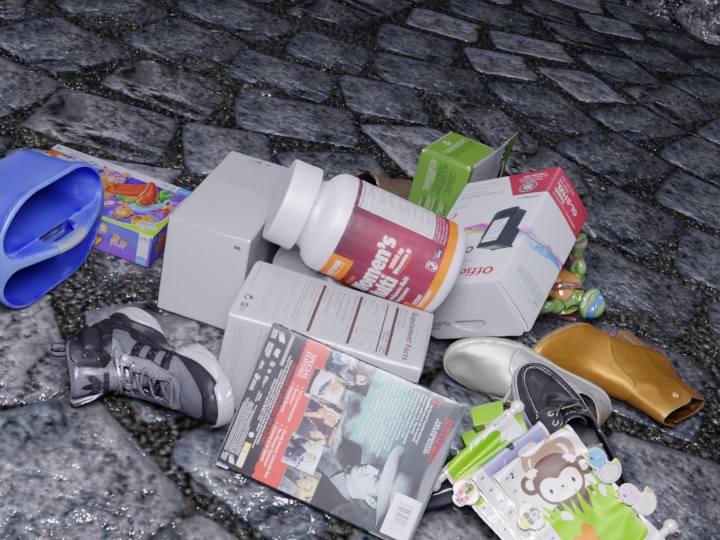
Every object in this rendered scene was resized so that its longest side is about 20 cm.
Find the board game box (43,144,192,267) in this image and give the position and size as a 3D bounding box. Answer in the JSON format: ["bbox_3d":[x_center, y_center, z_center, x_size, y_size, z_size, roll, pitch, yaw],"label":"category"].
[{"bbox_3d":[-0.326,-0.084,1.261,0.200,0.045,0.135,20,31,5],"label":"board game box"}]

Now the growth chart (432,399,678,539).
[{"bbox_3d":[0.182,0.215,0.938,0.200,0.018,0.145,40,71,17],"label":"growth chart"}]

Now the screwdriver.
[{"bbox_3d":[0.138,0.199,0.971,0.200,0.029,0.028,-13,41,-5],"label":"screwdriver"}]

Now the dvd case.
[{"bbox_3d":[-0.019,0.153,0.943,0.200,0.146,0.022,22,-1,11],"label":"dvd case"}]

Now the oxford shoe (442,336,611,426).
[{"bbox_3d":[0.188,0.131,1.131,0.200,0.075,0.058,23,28,1],"label":"oxford shoe"}]

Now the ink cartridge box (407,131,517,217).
[{"bbox_3d":[0.142,-0.122,1.443,0.076,0.148,0.200,25,31,17],"label":"ink cartridge box"}]

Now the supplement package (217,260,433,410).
[{"bbox_3d":[-0.038,0.090,1.046,0.200,0.117,0.117,17,29,1],"label":"supplement package"}]

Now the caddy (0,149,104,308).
[{"bbox_3d":[-0.353,-0.046,1.095,0.105,0.142,0.200,18,31,13],"label":"caddy"}]

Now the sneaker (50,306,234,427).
[{"bbox_3d":[-0.217,0.107,0.975,0.114,0.076,0.200,-19,36,-41],"label":"sneaker"}]

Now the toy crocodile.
[{"bbox_3d":[0.155,0.206,1.012,0.067,0.062,0.200,-23,42,-3],"label":"toy crocodile"}]

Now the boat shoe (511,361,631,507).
[{"bbox_3d":[0.219,0.170,1.040,0.070,0.066,0.200,-18,58,-8],"label":"boat shoe"}]

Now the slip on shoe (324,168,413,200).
[{"bbox_3d":[0.016,-0.116,1.457,0.200,0.061,0.076,-11,40,-37],"label":"slip on shoe"}]

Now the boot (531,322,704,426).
[{"bbox_3d":[0.307,0.129,1.192,0.201,0.071,0.144,-2,34,-35],"label":"boot"}]

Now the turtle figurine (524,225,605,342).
[{"bbox_3d":[0.218,-0.011,1.293,0.194,0.144,0.200,27,15,34],"label":"turtle figurine"}]

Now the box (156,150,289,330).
[{"bbox_3d":[-0.151,-0.039,1.193,0.097,0.125,0.200,18,30,6],"label":"box"}]

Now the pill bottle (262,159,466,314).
[{"bbox_3d":[0.004,-0.036,1.077,0.200,0.110,0.110,23,29,-12],"label":"pill bottle"}]

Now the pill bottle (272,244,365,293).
[{"bbox_3d":[0.000,0.000,1.210,0.200,0.117,0.116,-17,44,-42],"label":"pill bottle"}]

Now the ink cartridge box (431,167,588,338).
[{"bbox_3d":[0.161,-0.021,1.193,0.146,0.083,0.200,-7,38,42],"label":"ink cartridge box"}]
